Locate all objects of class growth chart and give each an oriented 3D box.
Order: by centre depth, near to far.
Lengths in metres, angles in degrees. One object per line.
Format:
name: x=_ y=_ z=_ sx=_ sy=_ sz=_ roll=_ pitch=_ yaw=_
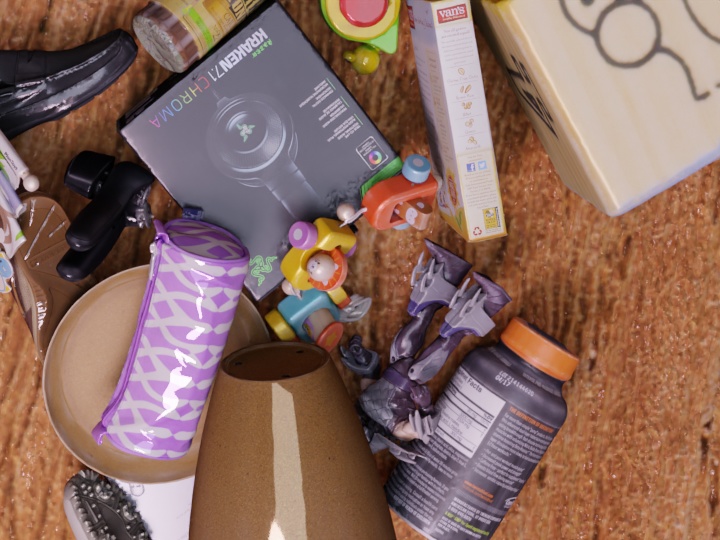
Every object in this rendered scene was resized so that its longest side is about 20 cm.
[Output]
growth chart: x=-0.326 y=-0.047 z=1.650 sx=0.145 sy=0.018 sz=0.201 roll=47 pitch=128 yaw=16

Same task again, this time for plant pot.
plant pot: x=-0.063 y=0.169 z=1.667 sx=0.184 sy=0.187 sz=0.202 roll=-7 pitch=109 yaw=-6
plant pot: x=-0.173 y=0.085 z=1.717 sx=0.198 sy=0.028 sz=0.202 roll=-5 pitch=111 yaw=-13

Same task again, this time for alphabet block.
alphabet block: x=0.222 y=-0.188 z=1.671 sx=0.194 sy=0.196 sz=0.201 roll=-30 pitch=103 yaw=-2

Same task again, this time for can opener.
can opener: x=-0.214 y=-0.039 z=1.645 sx=0.078 sy=0.200 sz=0.064 roll=9 pitch=116 yaw=0

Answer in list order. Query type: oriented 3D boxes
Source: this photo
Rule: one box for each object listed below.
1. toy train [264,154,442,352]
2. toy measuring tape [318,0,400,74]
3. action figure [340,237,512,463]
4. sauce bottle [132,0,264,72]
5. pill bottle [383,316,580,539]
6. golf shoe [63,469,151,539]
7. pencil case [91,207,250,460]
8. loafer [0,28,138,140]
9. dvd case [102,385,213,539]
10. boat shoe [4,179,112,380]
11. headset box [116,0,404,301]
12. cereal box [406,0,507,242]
toy train: x=0.000 y=0.000 z=1.681 sx=0.149 sy=0.056 sz=0.201 roll=-15 pitch=144 yaw=-35
toy measuring tape: x=0.001 y=-0.266 z=1.693 sx=0.073 sy=0.074 sz=0.202 roll=2 pitch=100 yaw=-8
action figure: x=0.042 y=0.080 z=1.737 sx=0.069 sy=0.130 sz=0.201 roll=26 pitch=97 yaw=-53
sauce bottle: x=-0.099 y=-0.248 z=1.665 sx=0.200 sy=0.065 sz=0.065 roll=-45 pitch=103 yaw=-16
pill bottle: x=0.112 y=0.142 z=1.763 sx=0.106 sy=0.106 sz=0.201 roll=31 pitch=95 yaw=-12
golf shoe: x=-0.221 y=0.271 z=1.757 sx=0.097 sy=0.078 sz=0.201 roll=-21 pitch=106 yaw=25
pencil case: x=-0.153 y=0.056 z=1.646 sx=0.085 sy=0.084 sz=0.202 roll=6 pitch=111 yaw=-31
loafer: x=-0.281 y=-0.154 z=1.676 sx=0.199 sy=0.068 sz=0.071 roll=-27 pitch=111 yaw=2
dvd case: x=-0.145 y=0.166 z=1.776 sx=0.150 sy=0.025 sz=0.201 roll=-34 pitch=103 yaw=0
boat shoe: x=-0.264 y=0.012 z=1.712 sx=0.072 sy=0.072 sz=0.201 roll=-27 pitch=125 yaw=-16
headset box: x=-0.078 y=-0.099 z=1.701 sx=0.174 sy=0.093 sz=0.201 roll=-38 pitch=103 yaw=1
cereal box: x=0.079 y=-0.135 z=1.689 sx=0.039 sy=0.144 sz=0.202 roll=-10 pitch=102 yaw=-5
